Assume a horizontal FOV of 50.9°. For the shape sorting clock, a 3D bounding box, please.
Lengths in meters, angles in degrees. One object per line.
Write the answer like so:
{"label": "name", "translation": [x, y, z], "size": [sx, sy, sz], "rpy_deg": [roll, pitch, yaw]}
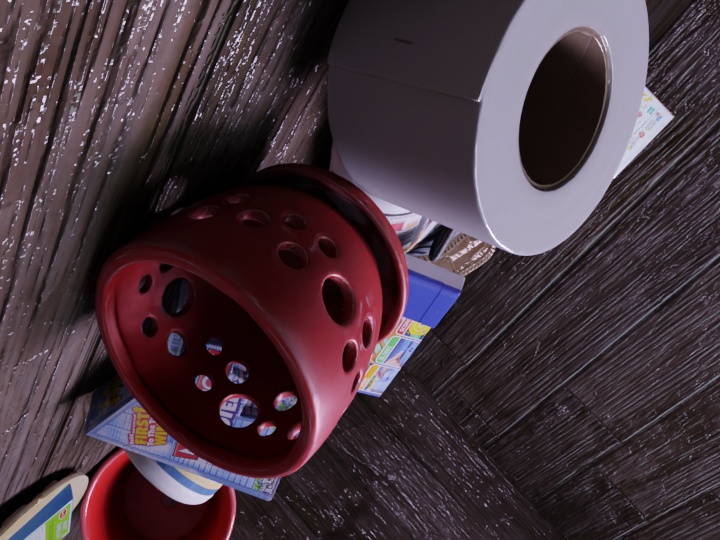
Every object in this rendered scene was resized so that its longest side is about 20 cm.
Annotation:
{"label": "shape sorting clock", "translation": [-0.395, 0.311, 0.870], "size": [0.200, 0.039, 0.200], "rpy_deg": [-45, 170, -10]}

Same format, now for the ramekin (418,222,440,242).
{"label": "ramekin", "translation": [0.091, -0.127, 0.947], "size": [0.200, 0.098, 0.201], "rpy_deg": [-43, 171, -9]}

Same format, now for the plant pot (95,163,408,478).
{"label": "plant pot", "translation": [-0.074, 0.025, 0.590], "size": [0.183, 0.200, 0.201], "rpy_deg": [-49, 177, -46]}

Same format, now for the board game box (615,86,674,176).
{"label": "board game box", "translation": [0.262, -0.222, 0.913], "size": [0.105, 0.199, 0.103], "rpy_deg": [-47, -150, 18]}

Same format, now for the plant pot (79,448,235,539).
{"label": "plant pot", "translation": [-0.277, 0.329, 1.065], "size": [0.200, 0.201, 0.177], "rpy_deg": [-42, 180, -14]}

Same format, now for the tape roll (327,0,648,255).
{"label": "tape roll", "translation": [0.093, -0.128, 0.542], "size": [0.201, 0.138, 0.205], "rpy_deg": [-23, 125, -37]}

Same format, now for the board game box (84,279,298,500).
{"label": "board game box", "translation": [-0.152, 0.117, 0.730], "size": [0.062, 0.198, 0.202], "rpy_deg": [-108, -144, -58]}

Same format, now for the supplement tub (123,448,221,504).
{"label": "supplement tub", "translation": [-0.163, 0.149, 0.869], "size": [0.200, 0.145, 0.145], "rpy_deg": [-44, 171, -1]}

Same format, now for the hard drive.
{"label": "hard drive", "translation": [0.000, 0.000, 0.794], "size": [0.132, 0.198, 0.026], "rpy_deg": [109, 2, -70]}

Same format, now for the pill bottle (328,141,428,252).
{"label": "pill bottle", "translation": [0.025, -0.093, 0.739], "size": [0.116, 0.116, 0.200], "rpy_deg": [-42, 170, -17]}

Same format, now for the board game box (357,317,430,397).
{"label": "board game box", "translation": [0.013, 0.067, 0.933], "size": [0.201, 0.134, 0.035], "rpy_deg": [-56, -150, 30]}

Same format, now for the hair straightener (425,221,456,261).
{"label": "hair straightener", "translation": [0.135, -0.091, 0.844], "size": [0.201, 0.077, 0.041], "rpy_deg": [-54, -166, 8]}

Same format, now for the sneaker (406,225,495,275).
{"label": "sneaker", "translation": [0.076, -0.007, 1.014], "size": [0.198, 0.071, 0.108], "rpy_deg": [-27, -163, -17]}
